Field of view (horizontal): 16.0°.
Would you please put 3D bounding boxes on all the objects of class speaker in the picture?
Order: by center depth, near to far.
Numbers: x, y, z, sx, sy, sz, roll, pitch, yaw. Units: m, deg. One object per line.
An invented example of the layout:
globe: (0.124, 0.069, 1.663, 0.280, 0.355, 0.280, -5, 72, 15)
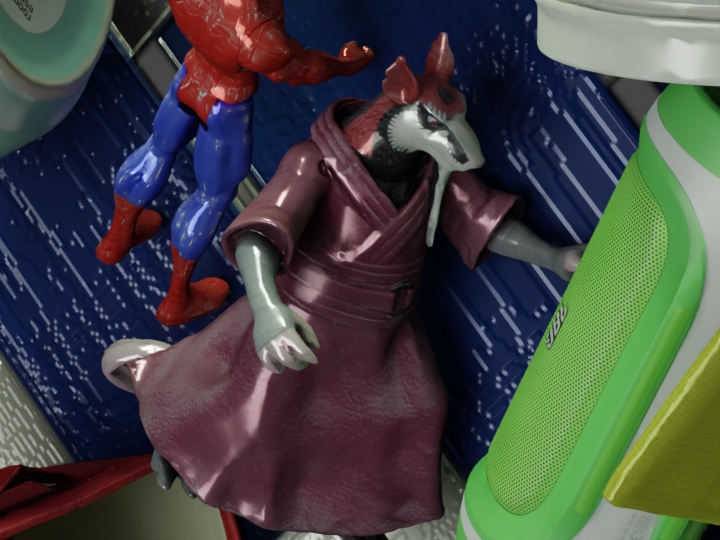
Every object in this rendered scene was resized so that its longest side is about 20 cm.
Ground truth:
speaker: (0.101, 0.030, 0.859, 0.088, 0.088, 0.201, 37, 121, 23)

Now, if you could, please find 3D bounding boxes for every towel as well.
towel: (0.150, -0.006, 0.779, 0.018, 0.086, 0.200, 44, 107, 35)

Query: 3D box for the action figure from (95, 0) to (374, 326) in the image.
action figure: (-0.039, -0.074, 0.958, 0.065, 0.099, 0.200, 42, 146, 16)

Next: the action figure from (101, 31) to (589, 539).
action figure: (0.000, 0.000, 0.937, 0.149, 0.133, 0.201, 51, 131, 51)

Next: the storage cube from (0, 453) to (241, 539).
storage cube: (-0.154, 0.182, 1.038, 0.179, 0.171, 0.201, -11, 96, 39)

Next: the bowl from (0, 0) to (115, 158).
bowl: (-0.164, -0.119, 0.960, 0.105, 0.201, 0.202, -5, 100, 25)

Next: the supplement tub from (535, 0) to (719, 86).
supplement tub: (0.114, -0.163, 0.759, 0.144, 0.144, 0.201, 11, 108, 34)
